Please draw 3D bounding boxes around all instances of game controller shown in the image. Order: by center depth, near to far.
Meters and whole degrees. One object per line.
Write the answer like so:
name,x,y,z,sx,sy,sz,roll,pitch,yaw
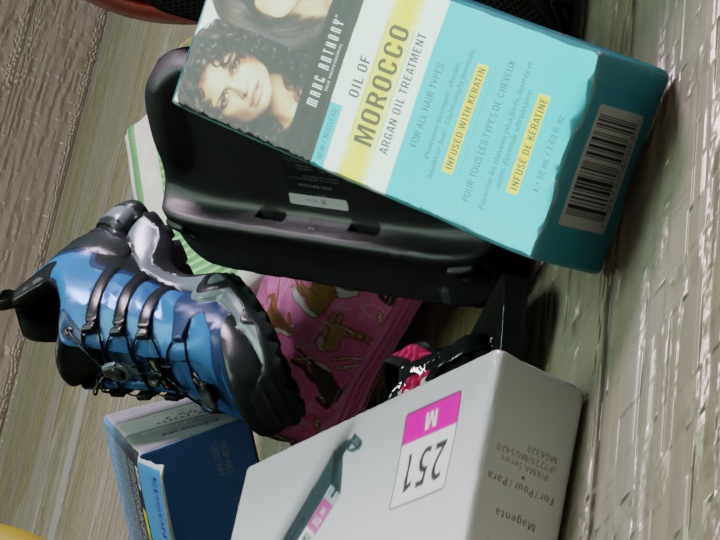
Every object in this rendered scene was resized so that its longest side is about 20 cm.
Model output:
game controller,-0.014,-0.042,1.086,0.042,0.199,0.105,-27,-63,-45

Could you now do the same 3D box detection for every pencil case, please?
pencil case,0.000,0.000,1.185,0.200,0.082,0.087,-60,2,46

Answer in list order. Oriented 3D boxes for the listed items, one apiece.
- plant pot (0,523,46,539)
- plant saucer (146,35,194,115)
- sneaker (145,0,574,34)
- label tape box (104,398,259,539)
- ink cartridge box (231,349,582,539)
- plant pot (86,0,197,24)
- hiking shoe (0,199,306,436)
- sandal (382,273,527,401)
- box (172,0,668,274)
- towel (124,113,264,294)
plant pot,-0.162,0.230,1.158,0.189,0.200,0.202,11,83,63
plant saucer,-0.076,-0.044,1.521,0.200,0.031,0.202,2,-90,-68
sneaker,-0.006,-0.109,1.091,0.077,0.198,0.115,98,179,-50
label tape box,-0.069,0.141,1.205,0.200,0.066,0.144,-167,64,-77
ink cartridge box,0.000,0.140,0.960,0.200,0.043,0.175,-29,42,54
plant pot,-0.080,-0.220,1.294,0.195,0.199,0.202,-24,-48,-87
hiking shoe,-0.095,0.039,1.176,0.200,0.086,0.075,33,151,55
sandal,0.022,0.068,1.062,0.200,0.045,0.076,122,161,-53
box,0.019,-0.071,0.986,0.199,0.049,0.083,24,99,38
towel,-0.049,-0.061,1.300,0.200,0.023,0.153,-36,50,35
